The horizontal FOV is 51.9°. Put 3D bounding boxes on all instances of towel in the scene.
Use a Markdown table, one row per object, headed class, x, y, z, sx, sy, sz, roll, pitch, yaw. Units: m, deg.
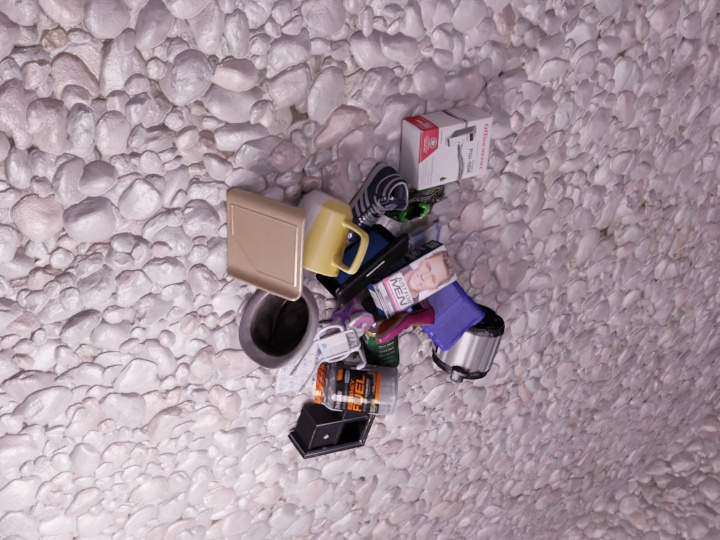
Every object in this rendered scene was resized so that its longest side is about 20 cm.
| class | x | y | z | sx | sy | sz | roll | pitch | yaw |
| --- | --- | --- | --- | --- | --- | --- | --- | --- | --- |
| towel | 0.202 | 0.093 | 1.859 | 0.148 | 0.050 | 0.200 | -43 | 116 | 3 |
| towel | 0.115 | -0.033 | 1.804 | 0.200 | 0.024 | 0.147 | -31 | 148 | -23 |

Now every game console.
| class | x | y | z | sx | sy | sz | roll | pitch | yaw |
| --- | --- | --- | --- | --- | --- | --- | --- | --- | --- |
| game console | -0.002 | -0.030 | 1.636 | 0.200 | 0.116 | 0.176 | -41 | 168 | -7 |

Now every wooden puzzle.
| class | x | y | z | sx | sy | sz | roll | pitch | yaw |
| --- | --- | --- | --- | --- | --- | --- | --- | --- | --- |
| wooden puzzle | -0.192 | -0.055 | 1.506 | 0.037 | 0.185 | 0.201 | -39 | 143 | -54 |

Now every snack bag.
| class | x | y | z | sx | sy | sz | roll | pitch | yaw |
| --- | --- | --- | --- | --- | --- | --- | --- | --- | --- |
| snack bag | -0.113 | 0.212 | 1.839 | 0.199 | 0.021 | 0.189 | -6 | 122 | -33 |

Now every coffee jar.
| class | x | y | z | sx | sy | sz | roll | pitch | yaw |
| --- | --- | --- | --- | --- | --- | --- | --- | --- | --- |
| coffee jar | 0.049 | 0.157 | 1.844 | 0.085 | 0.104 | 0.200 | -16 | 136 | -9 |

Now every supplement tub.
| class | x | y | z | sx | sy | sz | roll | pitch | yaw |
| --- | --- | --- | --- | --- | --- | --- | --- | --- | --- |
| supplement tub | -0.010 | 0.287 | 1.816 | 0.199 | 0.123 | 0.123 | 5 | 121 | -1 |

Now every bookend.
| class | x | y | z | sx | sy | sz | roll | pitch | yaw |
| --- | --- | --- | --- | --- | --- | --- | --- | --- | --- |
| bookend | -0.061 | 0.370 | 1.923 | 0.198 | 0.092 | 0.201 | -1 | 121 | -39 |

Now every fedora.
| class | x | y | z | sx | sy | sz | roll | pitch | yaw |
| --- | --- | --- | --- | --- | --- | --- | --- | --- | --- |
| fedora | -0.171 | 0.121 | 1.662 | 0.200 | 0.177 | 0.090 | -63 | 163 | 1 |

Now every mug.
| class | x | y | z | sx | sy | sz | roll | pitch | yaw |
| --- | --- | --- | --- | --- | --- | --- | --- | --- | --- |
| mug | -0.072 | -0.079 | 1.578 | 0.186 | 0.149 | 0.154 | 23 | 97 | 0 |

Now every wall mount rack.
| class | x | y | z | sx | sy | sz | roll | pitch | yaw |
| --- | --- | --- | --- | --- | --- | --- | --- | --- | --- |
| wall mount rack | -0.079 | 0.204 | 1.693 | 0.173 | 0.075 | 0.200 | -20 | 151 | -4 |

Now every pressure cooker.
| class | x | y | z | sx | sy | sz | roll | pitch | yaw |
| --- | --- | --- | --- | --- | --- | --- | --- | --- | --- |
| pressure cooker | 0.287 | 0.204 | 2.014 | 0.175 | 0.179 | 0.201 | -6 | 122 | -36 |

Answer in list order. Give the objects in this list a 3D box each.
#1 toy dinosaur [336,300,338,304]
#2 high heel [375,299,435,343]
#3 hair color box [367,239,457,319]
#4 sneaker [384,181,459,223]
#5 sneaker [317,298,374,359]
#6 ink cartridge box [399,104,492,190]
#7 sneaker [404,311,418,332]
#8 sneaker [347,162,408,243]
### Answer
| class | x | y | z | sx | sy | sz | roll | pitch | yaw |
| --- | --- | --- | --- | --- | --- | --- | --- | --- | --- |
| toy dinosaur | 0.000 | 0.000 | 1.767 | 0.200 | 0.058 | 0.101 | -34 | 146 | -33 |
| high heel | 0.113 | 0.136 | 1.743 | 0.200 | 0.067 | 0.096 | -39 | 113 | -36 |
| hair color box | 0.120 | 0.020 | 1.736 | 0.200 | 0.061 | 0.100 | -30 | 112 | -14 |
| sneaker | 0.153 | -0.162 | 1.734 | 0.200 | 0.085 | 0.078 | -29 | 132 | -18 |
| sneaker | -0.045 | 0.140 | 1.780 | 0.080 | 0.089 | 0.200 | 2 | 138 | -40 |
| ink cartridge box | 0.195 | -0.282 | 1.684 | 0.199 | 0.083 | 0.147 | -17 | 127 | -25 |
| sneaker | 0.170 | 0.075 | 1.918 | 0.090 | 0.075 | 0.200 | 28 | 109 | -41 |
| sneaker | 0.035 | -0.134 | 1.650 | 0.070 | 0.108 | 0.200 | 16 | 109 | -41 |
